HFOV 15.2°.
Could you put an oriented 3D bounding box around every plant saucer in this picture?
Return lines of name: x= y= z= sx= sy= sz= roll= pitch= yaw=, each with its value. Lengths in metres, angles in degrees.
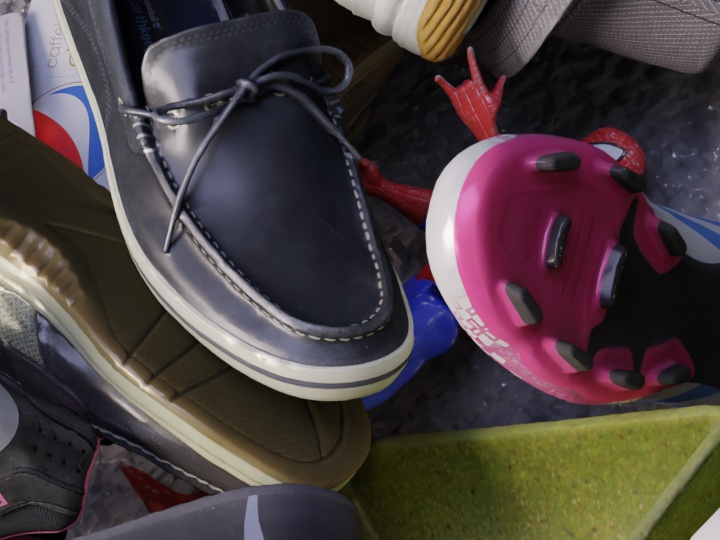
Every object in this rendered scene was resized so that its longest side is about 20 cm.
plant saucer: x=0.002 y=0.126 z=0.773 sx=0.200 sy=0.048 sz=0.200 roll=-10 pitch=31 yaw=53

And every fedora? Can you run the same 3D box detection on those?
fedora: x=0.105 y=-0.139 z=0.893 sx=0.090 sy=0.177 sz=0.200 roll=23 pitch=35 yaw=-9

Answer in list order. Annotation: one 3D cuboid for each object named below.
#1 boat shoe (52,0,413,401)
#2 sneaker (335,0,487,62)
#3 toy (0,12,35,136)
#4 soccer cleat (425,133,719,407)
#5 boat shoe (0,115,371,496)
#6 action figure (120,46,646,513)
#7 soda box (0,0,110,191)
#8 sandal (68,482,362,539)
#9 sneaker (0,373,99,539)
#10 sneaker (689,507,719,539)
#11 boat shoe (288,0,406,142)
boat shoe: x=-0.041 y=-0.046 z=0.814 sx=0.075 sy=0.062 sz=0.200 roll=-11 pitch=55 yaw=-25
sneaker: x=0.007 y=-0.144 z=0.892 sx=0.076 sy=0.088 sz=0.200 roll=-59 pitch=11 yaw=23
toy: x=-0.203 y=-0.013 z=0.929 sx=0.200 sy=0.047 sz=0.115 roll=-14 pitch=48 yaw=2
soccer cleat: x=0.065 y=0.007 z=0.794 sx=0.086 sy=0.200 sz=0.070 roll=6 pitch=82 yaw=39
boat shoe: x=-0.086 y=0.017 z=0.831 sx=0.201 sy=0.066 sz=0.072 roll=35 pitch=38 yaw=14
action figure: x=0.000 y=0.000 z=0.870 sx=0.200 sy=0.099 sz=0.065 roll=-35 pitch=19 yaw=-7
soda box: x=-0.082 y=-0.056 z=0.956 sx=0.064 sy=0.068 sz=0.200 roll=-1 pitch=63 yaw=25
sandal: x=-0.089 y=0.111 z=0.801 sx=0.200 sy=0.076 sz=0.043 roll=-23 pitch=62 yaw=31
sneaker: x=-0.142 y=0.076 z=0.832 sx=0.200 sy=0.095 sz=0.079 roll=-35 pitch=40 yaw=57
sneaker: x=0.125 y=0.158 z=0.688 sx=0.114 sy=0.200 sz=0.073 roll=-44 pitch=21 yaw=-3
boat shoe: x=-0.030 y=-0.067 z=0.926 sx=0.071 sy=0.065 sz=0.200 roll=31 pitch=46 yaw=7
